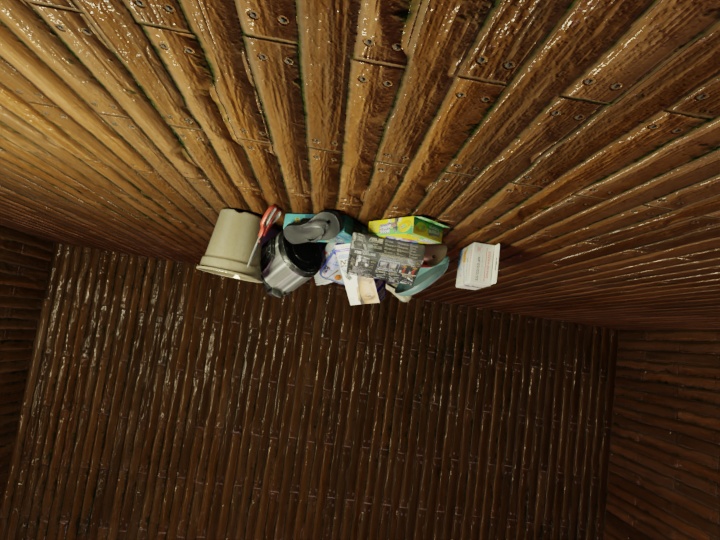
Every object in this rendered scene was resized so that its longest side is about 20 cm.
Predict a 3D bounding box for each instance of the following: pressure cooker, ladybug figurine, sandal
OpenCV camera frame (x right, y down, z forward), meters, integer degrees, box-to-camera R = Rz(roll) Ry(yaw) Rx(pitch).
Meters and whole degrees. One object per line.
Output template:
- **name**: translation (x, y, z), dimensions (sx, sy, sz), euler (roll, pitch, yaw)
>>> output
- **pressure cooker**: translation (-0.239, -0.020, 1.657), dimensions (0.199, 0.181, 0.175), euler (-32, -179, 37)
- **ladybug figurine**: translation (0.176, -0.050, 1.592), dimensions (0.134, 0.074, 0.198), euler (13, 172, -37)
- **sandal**: translation (-0.127, -0.103, 1.382), dimensions (0.197, 0.077, 0.043), euler (-15, -155, 36)

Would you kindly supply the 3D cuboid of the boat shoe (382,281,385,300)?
- **boat shoe**: translation (0.056, 0.005, 1.661), dimensions (0.071, 0.205, 0.071), euler (4, -161, 46)

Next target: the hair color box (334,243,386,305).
- **hair color box**: translation (0.000, 0.000, 1.613), dimensions (0.107, 0.204, 0.065), euler (-6, -159, 27)

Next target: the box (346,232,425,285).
- **box**: translation (0.064, -0.028, 1.415), dimensions (0.195, 0.051, 0.159), euler (10, 153, -1)

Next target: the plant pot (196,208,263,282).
- **plant pot**: translation (-0.367, -0.076, 1.547), dimensions (0.195, 0.188, 0.201), euler (11, 173, 1)

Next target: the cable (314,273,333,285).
- **cable**: translation (-0.083, -0.004, 1.958), dimensions (0.196, 0.071, 0.200), euler (-17, -175, 17)

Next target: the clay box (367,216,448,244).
- **clay box**: translation (0.124, -0.100, 1.353), dimensions (0.113, 0.049, 0.198), euler (14, 172, -38)

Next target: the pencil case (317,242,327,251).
- **pencil case**: translation (-0.145, -0.053, 1.860), dimensions (0.086, 0.092, 0.199), euler (50, 162, -13)

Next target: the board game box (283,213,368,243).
- **board game box**: translation (-0.095, -0.117, 1.479), dimensions (0.196, 0.048, 0.150), euler (5, 172, 26)

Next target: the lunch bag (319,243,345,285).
- **lunch bag**: translation (-0.040, -0.030, 1.722), dimensions (0.197, 0.077, 0.161), euler (17, 127, -32)

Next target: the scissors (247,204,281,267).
- **scissors**: translation (-0.274, -0.091, 1.415), dimensions (0.014, 0.202, 0.073), euler (37, -167, 11)

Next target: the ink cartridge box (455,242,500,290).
- **ink cartridge box**: translation (0.338, -0.013, 1.515), dimensions (0.066, 0.118, 0.200), euler (8, 172, -4)

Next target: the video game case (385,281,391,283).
- **video game case**: translation (0.103, -0.012, 1.760), dimensions (0.018, 0.144, 0.198), euler (48, 154, -24)

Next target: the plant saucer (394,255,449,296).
- **plant saucer**: translation (0.193, 0.021, 1.600), dimensions (0.198, 0.028, 0.200), euler (-35, -171, 6)

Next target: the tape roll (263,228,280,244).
- **tape roll**: translation (-0.345, -0.103, 1.821), dimensions (0.195, 0.067, 0.200), euler (9, 173, 1)

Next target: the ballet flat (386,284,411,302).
- **ballet flat**: translation (0.108, 0.036, 1.857), dimensions (0.198, 0.070, 0.069), euler (33, 169, -8)
